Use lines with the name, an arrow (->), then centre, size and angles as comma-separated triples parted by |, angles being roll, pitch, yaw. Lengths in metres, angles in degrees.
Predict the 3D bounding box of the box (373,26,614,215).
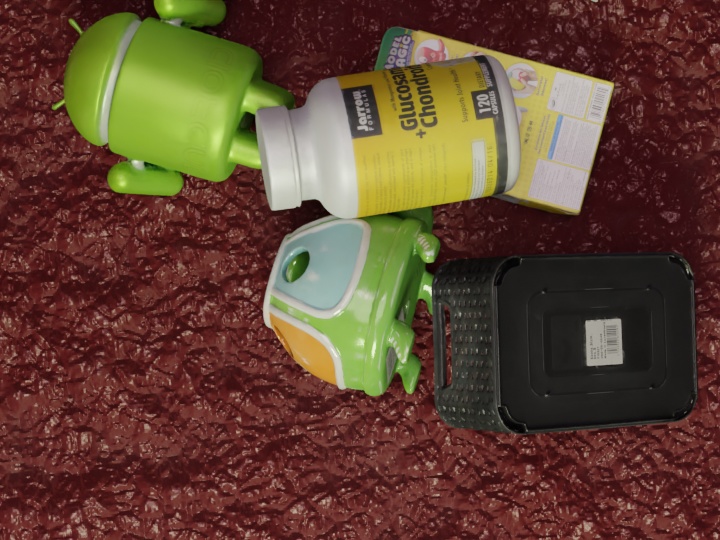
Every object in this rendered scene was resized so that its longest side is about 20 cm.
box -> 0.102, -0.126, 1.498 | 0.198, 0.048, 0.118 | 16, 91, 1

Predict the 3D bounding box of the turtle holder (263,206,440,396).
turtle holder -> -0.003, 0.003, 1.457 | 0.130, 0.141, 0.187 | 13, 93, 10

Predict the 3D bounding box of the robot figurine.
robot figurine -> -0.157, -0.145, 1.480 | 0.198, 0.116, 0.177 | 16, 102, 4

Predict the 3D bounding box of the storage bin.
storage bin -> 0.165, 0.056, 1.422 | 0.198, 0.094, 0.137 | -1, 89, -29

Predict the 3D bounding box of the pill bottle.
pill bottle -> 0.021, -0.103, 1.411 | 0.198, 0.112, 0.113 | -10, 89, -7

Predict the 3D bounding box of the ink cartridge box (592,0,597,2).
ink cartridge box -> 0.212, -0.335, 1.442 | 0.082, 0.147, 0.201 | 31, 91, 4
